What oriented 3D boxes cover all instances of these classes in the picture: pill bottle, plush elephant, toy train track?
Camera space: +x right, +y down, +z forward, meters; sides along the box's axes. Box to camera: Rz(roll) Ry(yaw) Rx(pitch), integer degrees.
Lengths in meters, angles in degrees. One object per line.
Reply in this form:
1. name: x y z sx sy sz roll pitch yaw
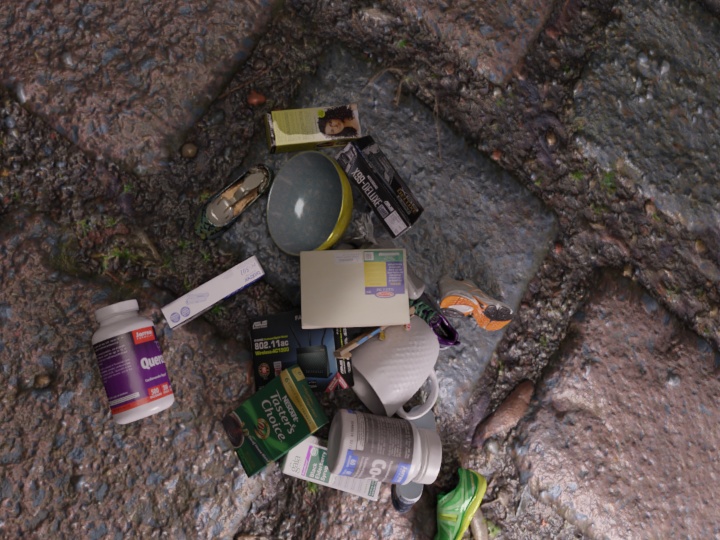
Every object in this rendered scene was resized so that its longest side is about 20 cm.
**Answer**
1. pill bottle: -0.415 0.163 1.133 0.109 0.112 0.207 -16 88 -15
2. plush elephant: 0.000 0.000 1.230 0.164 0.153 0.205 -36 105 -38
3. pill bottle: 0.043 0.328 1.152 0.193 0.114 0.118 13 80 -13
4. toy train track: 0.032 0.120 1.152 0.197 0.113 0.034 -27 99 -37

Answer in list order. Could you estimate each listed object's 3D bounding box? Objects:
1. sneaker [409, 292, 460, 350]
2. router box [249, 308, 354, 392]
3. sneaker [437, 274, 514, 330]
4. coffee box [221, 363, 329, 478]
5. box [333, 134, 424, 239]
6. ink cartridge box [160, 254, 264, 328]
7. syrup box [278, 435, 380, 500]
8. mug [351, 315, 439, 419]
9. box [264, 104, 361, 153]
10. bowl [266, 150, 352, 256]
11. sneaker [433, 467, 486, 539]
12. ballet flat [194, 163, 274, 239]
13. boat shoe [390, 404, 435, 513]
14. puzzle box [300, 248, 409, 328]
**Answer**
1. sneaker: 0.131 0.080 1.295 0.199 0.087 0.075 43 75 -6
2. router box: -0.113 0.152 1.181 0.194 0.062 0.156 -11 83 27
3. sneaker: 0.246 0.058 1.337 0.195 0.076 0.094 21 39 -28
4. coffee box: -0.161 0.277 1.150 0.198 0.044 0.125 -38 76 25
5. box: 0.043 -0.173 1.271 0.049 0.158 0.202 -35 93 22
6. ink cartridge box: -0.279 0.043 1.192 0.196 0.094 0.045 -31 91 -15
7. syrup box: -0.056 0.374 1.215 0.194 0.081 0.081 21 76 -12
8. mug: 0.080 0.199 1.243 0.174 0.147 0.203 -37 103 -20
9. box: -0.098 -0.295 1.302 0.193 0.050 0.078 -10 86 -15
10. bowl: -0.082 -0.123 1.244 0.106 0.195 0.208 13 77 -54
11. sneaker: 0.183 0.497 1.277 0.082 0.074 0.203 28 79 17
12. ballet flat: -0.250 -0.142 1.236 0.074 0.074 0.200 45 75 -5
13. boat shoe: 0.100 0.378 1.265 0.069 0.092 0.204 18 52 1
14. puzzle box: -0.010 0.032 1.115 0.192 0.025 0.138 -1 76 -4
